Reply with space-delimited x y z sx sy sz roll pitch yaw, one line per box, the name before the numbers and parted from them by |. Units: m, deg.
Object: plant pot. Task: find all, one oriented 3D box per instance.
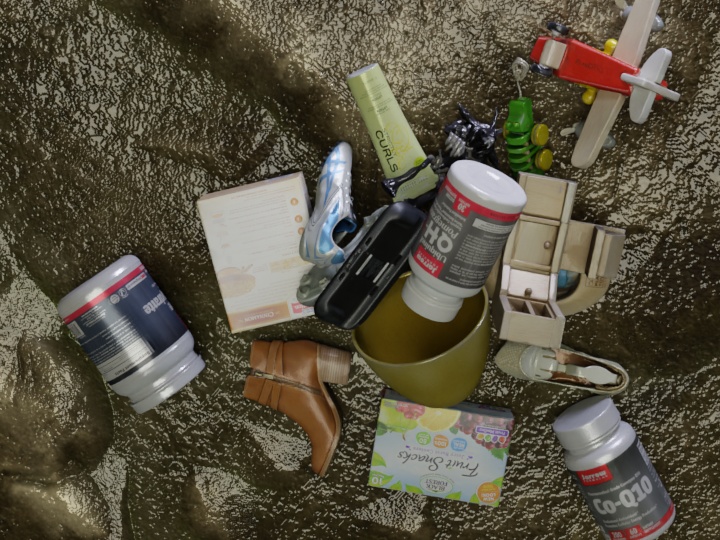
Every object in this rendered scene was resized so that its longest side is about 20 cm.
plant pot | 0.104 0.112 1.622 0.199 0.200 0.142 -18 126 8

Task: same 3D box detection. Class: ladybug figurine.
ladybug figurine | 0.262 -0.003 1.630 0.199 0.072 0.136 8 101 3

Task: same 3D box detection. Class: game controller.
game controller | 0.018 -0.005 1.555 0.104 0.042 0.200 28 102 -45

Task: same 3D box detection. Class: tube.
tube | 0.045 -0.195 1.618 0.058 0.052 0.201 -14 109 35

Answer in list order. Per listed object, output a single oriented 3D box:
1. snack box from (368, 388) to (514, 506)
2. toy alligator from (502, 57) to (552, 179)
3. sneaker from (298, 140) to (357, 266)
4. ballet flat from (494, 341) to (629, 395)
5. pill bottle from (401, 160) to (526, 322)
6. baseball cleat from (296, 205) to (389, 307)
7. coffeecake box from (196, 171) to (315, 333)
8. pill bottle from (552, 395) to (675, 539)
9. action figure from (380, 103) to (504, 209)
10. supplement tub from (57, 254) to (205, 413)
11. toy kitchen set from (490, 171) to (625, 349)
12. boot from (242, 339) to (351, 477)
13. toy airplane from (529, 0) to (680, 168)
snack box | 0.120 0.266 1.707 0.199 0.053 0.143 9 104 2
toy alligator | 0.221 -0.192 1.573 0.059 0.054 0.201 15 134 39
sneaker | -0.033 -0.093 1.594 0.072 0.072 0.201 10 61 4
ballet flat | 0.297 0.138 1.661 0.199 0.062 0.068 10 87 1
pill bottle | 0.130 -0.035 1.502 0.110 0.111 0.201 24 116 -1
baseball cleat | 0.000 0.000 1.615 0.200 0.070 0.107 -43 129 -14
coffeecake box | -0.135 -0.026 1.652 0.153 0.073 0.201 -13 101 5
pill bottle | 0.368 0.293 1.665 0.114 0.114 0.200 -28 99 9
action figure | 0.133 -0.148 1.586 0.200 0.102 0.119 -37 117 -2
supplement tub | -0.332 0.092 1.657 0.140 0.140 0.200 -33 98 10
toy kitchen set | 0.274 -0.011 1.500 0.162 0.180 0.201 10 101 1
boot | -0.101 0.201 1.695 0.155 0.077 0.201 8 100 1
toy airplane | 0.344 -0.263 1.535 0.200 0.141 0.200 -27 72 30
